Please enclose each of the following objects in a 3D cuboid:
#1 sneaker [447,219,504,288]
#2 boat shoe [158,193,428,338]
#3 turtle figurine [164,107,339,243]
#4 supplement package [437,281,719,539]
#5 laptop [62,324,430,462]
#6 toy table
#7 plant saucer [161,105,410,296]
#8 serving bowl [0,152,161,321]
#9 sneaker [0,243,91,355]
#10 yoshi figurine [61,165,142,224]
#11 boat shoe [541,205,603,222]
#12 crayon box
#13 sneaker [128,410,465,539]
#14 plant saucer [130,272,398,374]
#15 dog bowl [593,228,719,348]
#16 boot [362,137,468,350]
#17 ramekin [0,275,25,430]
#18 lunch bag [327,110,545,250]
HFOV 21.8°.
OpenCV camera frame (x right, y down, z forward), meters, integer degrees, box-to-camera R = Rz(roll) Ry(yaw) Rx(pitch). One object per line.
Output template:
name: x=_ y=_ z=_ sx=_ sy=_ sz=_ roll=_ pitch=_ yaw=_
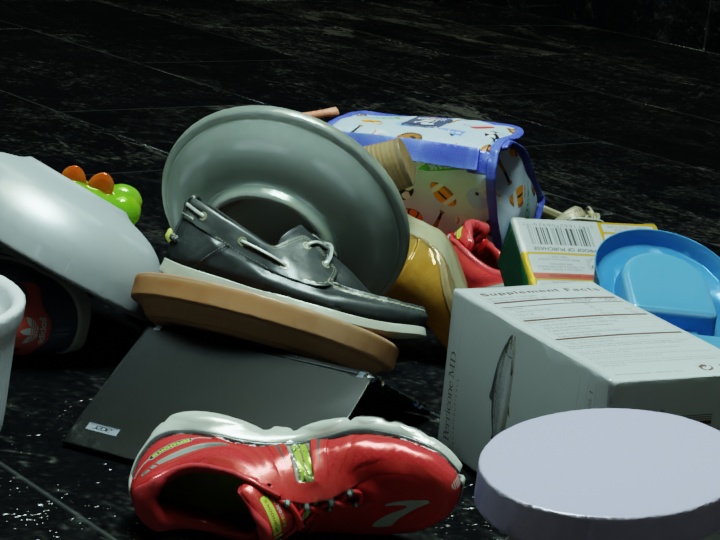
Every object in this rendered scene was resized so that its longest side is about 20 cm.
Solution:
sneaker: x=0.082 y=-0.004 z=1.587 sx=0.199 sy=0.085 sz=0.077 roll=16 pitch=16 yaw=33
boat shoe: x=-0.042 y=0.002 z=1.349 sx=0.199 sy=0.068 sz=0.072 roll=18 pitch=-6 yaw=0
turtle figurine: x=-0.099 y=-0.060 z=1.652 sx=0.200 sy=0.064 sz=0.161 roll=-43 pitch=3 yaw=-27
supplement package: x=0.149 y=0.091 z=1.214 sx=0.117 sy=0.118 sz=0.200 roll=-2 pitch=16 yaw=-26
laptop: x=-0.072 y=0.106 z=1.289 sx=0.176 sy=0.104 sz=0.200 roll=12 pitch=-10 yaw=22
toy table: x=0.125 y=0.151 z=0.973 sx=0.183 sy=0.118 sz=0.199 roll=16 pitch=17 yaw=37
plant saucer: x=-0.064 y=-0.030 z=1.413 sx=0.199 sy=0.201 sz=0.050 roll=10 pitch=42 yaw=15
serving bowl: x=-0.232 y=-0.037 z=1.431 sx=0.199 sy=0.066 sz=0.200 roll=31 pitch=-2 yaw=1
sneaker: x=-0.299 y=0.013 z=1.426 sx=0.199 sy=0.075 sz=0.084 roll=17 pitch=14 yaw=36
yoshi figurine: x=-0.279 y=-0.019 z=1.581 sx=0.199 sy=0.113 sz=0.112 roll=-8 pitch=-27 yaw=4
boat shoe: x=0.204 y=-0.029 z=1.803 sx=0.072 sy=0.065 sz=0.200 roll=-7 pitch=19 yaw=-41
crayon box: x=0.188 y=0.045 z=1.431 sx=0.125 sy=0.052 sz=0.201 roll=3 pitch=41 yaw=-13
sneaker: x=-0.039 y=0.135 z=1.094 sx=0.199 sy=0.077 sz=0.085 roll=1 pitch=25 yaw=8
plant saucer: x=-0.071 y=0.045 z=1.355 sx=0.199 sy=0.033 sz=0.200 roll=16 pitch=-8 yaw=2
dog bowl: x=0.225 y=0.053 z=1.355 sx=0.111 sy=0.050 sz=0.201 roll=5 pitch=42 yaw=-10
boot: x=0.000 y=0.000 z=1.490 sx=0.143 sy=0.202 sz=0.071 roll=-20 pitch=15 yaw=15
ramekin: x=-0.318 y=0.059 z=1.198 sx=0.199 sy=0.098 sz=0.201 roll=5 pitch=14 yaw=-1
lunch bag: x=0.065 y=-0.074 z=1.666 sx=0.169 sy=0.125 sz=0.200 roll=8 pitch=-17 yaw=19
